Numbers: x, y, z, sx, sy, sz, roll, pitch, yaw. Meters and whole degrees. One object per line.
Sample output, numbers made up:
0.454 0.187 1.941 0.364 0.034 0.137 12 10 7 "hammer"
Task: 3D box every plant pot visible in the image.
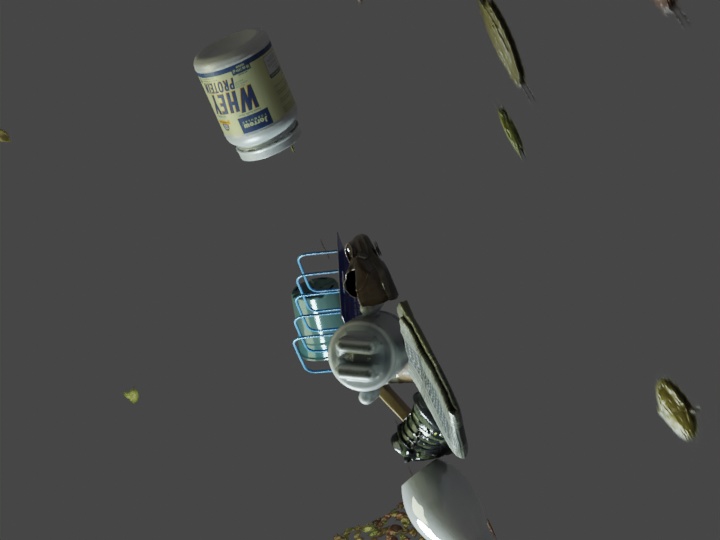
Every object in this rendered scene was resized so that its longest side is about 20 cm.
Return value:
-0.118 0.139 3.459 0.200 0.198 0.198 -123 17 -66 "plant pot"

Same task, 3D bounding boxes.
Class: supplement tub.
-0.198 -0.313 2.037 0.145 0.144 0.202 -123 9 -65 "supplement tub"

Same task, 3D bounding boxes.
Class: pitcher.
0.164 0.423 1.939 0.201 0.121 0.171 54 -171 12 "pitcher"

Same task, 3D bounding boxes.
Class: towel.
0.102 0.164 1.689 0.193 0.034 0.201 73 173 -62 "towel"

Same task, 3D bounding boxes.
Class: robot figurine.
0.017 0.125 1.813 0.200 0.112 0.172 -17 -66 -73 "robot figurine"

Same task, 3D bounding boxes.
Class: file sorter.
-0.055 0.078 2.165 0.139 0.121 0.202 70 -163 -53 "file sorter"

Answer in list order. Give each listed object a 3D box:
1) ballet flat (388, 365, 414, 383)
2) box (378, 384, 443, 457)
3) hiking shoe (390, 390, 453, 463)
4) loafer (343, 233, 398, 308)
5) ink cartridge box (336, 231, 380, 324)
0.060 0.178 2.088 0.200 0.067 0.069 -171 57 -85 "ballet flat"
0.072 0.253 2.096 0.200 0.021 0.163 46 180 26 "box"
0.098 0.266 1.859 0.076 0.100 0.201 61 174 35 "hiking shoe"
0.000 0.000 1.797 0.200 0.070 0.074 -124 10 -69 "loafer"
0.004 0.066 2.002 0.201 0.046 0.199 74 -171 -47 "ink cartridge box"
